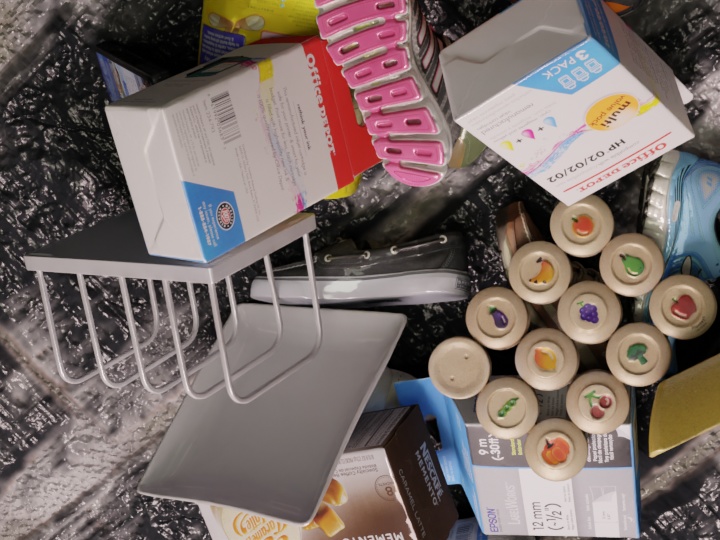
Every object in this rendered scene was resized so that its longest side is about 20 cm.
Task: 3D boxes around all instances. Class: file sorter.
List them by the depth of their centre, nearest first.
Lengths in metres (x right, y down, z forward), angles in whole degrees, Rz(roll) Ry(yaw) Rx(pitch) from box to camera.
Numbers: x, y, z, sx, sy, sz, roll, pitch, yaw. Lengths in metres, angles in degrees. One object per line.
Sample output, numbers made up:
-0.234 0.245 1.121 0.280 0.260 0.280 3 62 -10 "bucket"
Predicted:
-0.147 0.027 1.120 0.200 0.139 0.125 3 111 34 "file sorter"

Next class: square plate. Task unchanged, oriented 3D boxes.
-0.071 0.117 1.132 0.200 0.198 0.028 3 144 40 "square plate"

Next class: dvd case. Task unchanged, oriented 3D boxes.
-0.166 -0.103 1.084 0.018 0.200 0.143 -20 112 -17 "dvd case"

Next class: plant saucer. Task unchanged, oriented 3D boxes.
0.305 0.081 1.054 0.200 0.200 0.049 -27 79 7 "plant saucer"

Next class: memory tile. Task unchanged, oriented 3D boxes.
0.163 0.052 1.061 0.153 0.017 0.200 41 98 10 "memory tile"

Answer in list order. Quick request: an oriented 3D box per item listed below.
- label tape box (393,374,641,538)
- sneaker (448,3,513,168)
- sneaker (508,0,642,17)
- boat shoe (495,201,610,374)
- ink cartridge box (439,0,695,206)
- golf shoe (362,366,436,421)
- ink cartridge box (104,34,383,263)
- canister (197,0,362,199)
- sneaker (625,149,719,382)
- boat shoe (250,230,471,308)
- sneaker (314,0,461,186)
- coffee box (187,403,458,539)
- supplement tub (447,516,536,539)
0.133 0.158 1.145 0.200 0.066 0.143 -3 130 12 "label tape box"
0.139 -0.150 1.053 0.090 0.067 0.200 30 114 3 "sneaker"
0.101 -0.225 0.954 0.200 0.112 0.078 18 100 18 "sneaker"
0.174 0.026 1.132 0.074 0.076 0.200 -22 117 15 "boat shoe"
0.163 -0.120 0.992 0.115 0.068 0.200 -29 144 27 "ink cartridge box"
0.003 0.167 1.233 0.091 0.075 0.200 16 129 -19 "golf shoe"
-0.077 -0.099 0.992 0.067 0.200 0.116 7 118 43 "ink cartridge box"
-0.059 -0.172 1.078 0.148 0.087 0.200 11 115 6 "canister"
0.264 0.003 1.095 0.090 0.078 0.200 6 116 6 "sneaker"
0.000 0.000 1.164 0.200 0.069 0.057 -3 79 21 "boat shoe"
0.028 -0.166 1.002 0.074 0.087 0.200 -11 111 28 "sneaker"
-0.032 0.194 1.155 0.200 0.080 0.115 -12 106 29 "coffee box"
0.064 0.301 1.247 0.200 0.132 0.132 -15 111 19 "supplement tub"
